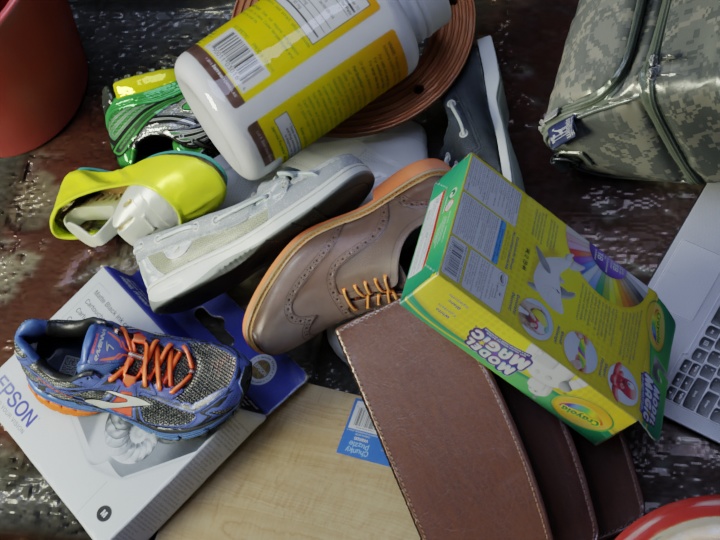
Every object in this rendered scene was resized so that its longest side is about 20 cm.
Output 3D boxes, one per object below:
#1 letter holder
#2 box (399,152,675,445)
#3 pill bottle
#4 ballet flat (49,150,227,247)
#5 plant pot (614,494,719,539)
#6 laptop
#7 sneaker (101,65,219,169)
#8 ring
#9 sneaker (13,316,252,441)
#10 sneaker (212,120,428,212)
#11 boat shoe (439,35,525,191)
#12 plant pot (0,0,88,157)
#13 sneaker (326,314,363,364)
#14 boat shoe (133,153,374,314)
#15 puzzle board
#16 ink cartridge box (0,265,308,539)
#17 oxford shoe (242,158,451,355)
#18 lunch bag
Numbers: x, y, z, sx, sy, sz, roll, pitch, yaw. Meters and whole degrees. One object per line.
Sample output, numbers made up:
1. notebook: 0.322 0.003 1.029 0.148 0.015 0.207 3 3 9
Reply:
1. letter holder: 0.094 0.102 1.096 0.141 0.100 0.202 -25 82 14
2. box: 0.125 0.026 1.078 0.048 0.199 0.118 -39 23 44
3. pill bottle: -0.032 -0.164 1.220 0.199 0.110 0.109 -35 59 -8
4. ballet flat: -0.182 -0.049 1.298 0.199 0.067 0.067 -1 47 47
5. plant pot: 0.228 0.245 0.990 0.198 0.183 0.203 -6 63 11
6. laptop: 0.283 0.020 1.126 0.198 0.116 0.188 26 72 26
7. sneaker: -0.116 -0.131 1.356 0.198 0.078 0.086 -16 69 15
8. ring: -0.007 -0.192 1.300 0.197 0.019 0.203 -3 65 6
9. sneaker: -0.171 0.073 1.192 0.197 0.079 0.076 1 62 22
10. sneaker: -0.039 -0.044 1.280 0.197 0.074 0.117 -13 58 9
11. boat shoe: 0.091 -0.095 1.271 0.060 0.076 0.202 -13 49 9
12. plant pot: -0.329 -0.201 1.386 0.198 0.178 0.203 -7 62 13
13. sneaker: 0.065 0.038 1.202 0.197 0.081 0.077 2 65 19
14. boat shoe: -0.083 -0.037 1.229 0.201 0.074 0.065 -30 75 19
15. puzzle board: -0.039 0.160 1.208 0.198 0.017 0.152 12 66 21
16. ink cartridge box: -0.171 0.088 1.257 0.200 0.041 0.199 -45 55 -7
17. oxford shoe: 0.000 0.000 1.193 0.199 0.071 0.073 -40 42 1
18. lunch bag: 0.232 -0.167 1.232 0.166 0.139 0.202 -2 59 36
